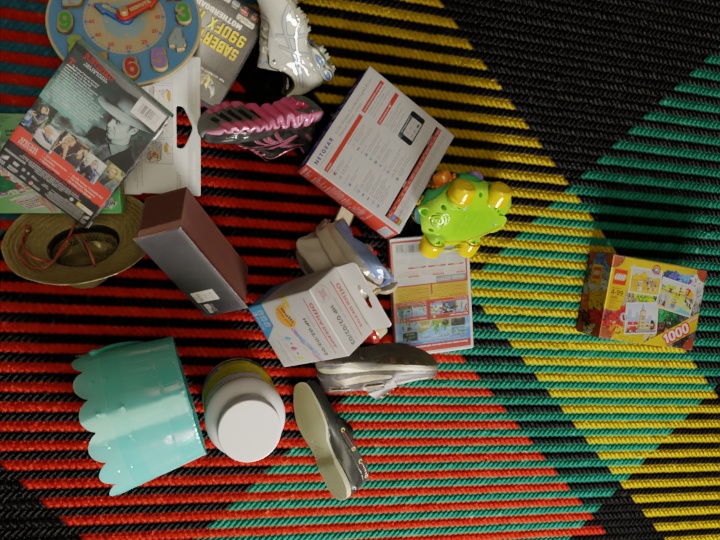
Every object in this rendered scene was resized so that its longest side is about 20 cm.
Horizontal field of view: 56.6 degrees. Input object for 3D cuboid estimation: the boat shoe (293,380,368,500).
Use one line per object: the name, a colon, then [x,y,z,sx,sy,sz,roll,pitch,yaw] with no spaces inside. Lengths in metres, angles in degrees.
boat shoe: [-0.049,0.267,1.086,0.063,0.074,0.202,-27,95,-40]

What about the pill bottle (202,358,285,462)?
pill bottle: [-0.171,0.202,0.973,0.112,0.200,0.113,-2,96,-15]

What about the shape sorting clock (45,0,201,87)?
shape sorting clock: [-0.314,-0.335,0.892,0.199,0.039,0.201,3,70,-8]

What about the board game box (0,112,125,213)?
board game box: [-0.429,-0.146,0.911,0.199,0.029,0.135,0,105,-8]

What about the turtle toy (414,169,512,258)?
turtle toy: [0.169,-0.102,1.076,0.199,0.101,0.146,-2,136,-33]

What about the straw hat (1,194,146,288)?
straw hat: [-0.389,-0.022,0.948,0.200,0.202,0.085,-6,137,-14]

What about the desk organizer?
desk organizer: [-0.235,-0.022,0.965,0.071,0.077,0.200,-13,142,13]

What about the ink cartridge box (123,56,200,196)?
ink cartridge box: [-0.313,-0.209,0.948,0.173,0.044,0.201,1,107,-10]

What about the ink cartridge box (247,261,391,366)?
ink cartridge box: [-0.064,0.068,0.988,0.068,0.200,0.115,-42,107,-42]

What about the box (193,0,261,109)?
box: [-0.260,-0.352,0.975,0.200,0.048,0.159,30,87,-16]

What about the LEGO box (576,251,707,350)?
LEGO box: [0.505,0.054,1.206,0.199,0.077,0.150,8,93,-16]

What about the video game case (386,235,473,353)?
video game case: [0.119,0.040,1.131,0.142,0.017,0.201,-5,96,-15]

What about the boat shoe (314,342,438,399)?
boat shoe: [0.026,0.166,1.091,0.199,0.075,0.074,1,113,0]

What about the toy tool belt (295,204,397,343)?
toy tool belt: [0.000,0.000,1.037,0.123,0.125,0.200,-41,84,-14]

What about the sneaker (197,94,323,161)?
sneaker: [-0.146,-0.198,0.985,0.199,0.079,0.096,-15,139,-34]

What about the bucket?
bucket: [-0.306,0.195,0.940,0.134,0.207,0.208,-16,99,-15]

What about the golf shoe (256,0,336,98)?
golf shoe: [-0.118,-0.336,0.970,0.097,0.078,0.200,-37,131,-2]

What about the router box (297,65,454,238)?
router box: [0.028,-0.184,1.044,0.179,0.049,0.200,36,71,-15]

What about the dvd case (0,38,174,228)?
dvd case: [-0.361,-0.174,0.874,0.146,0.022,0.200,38,106,-15]
